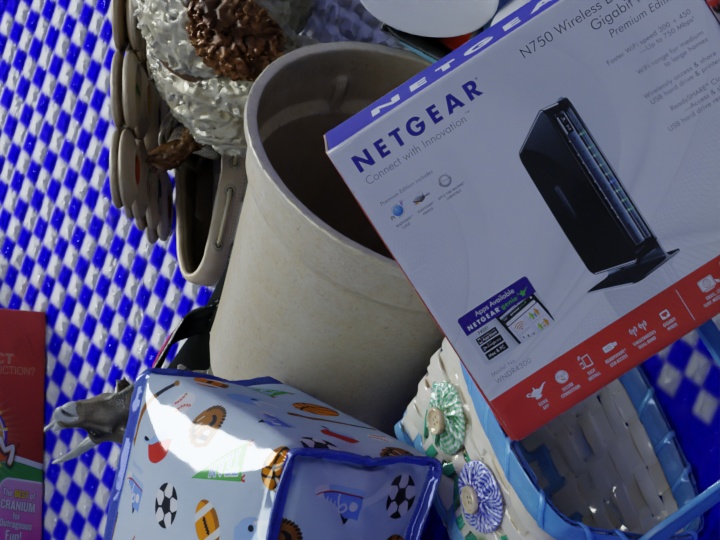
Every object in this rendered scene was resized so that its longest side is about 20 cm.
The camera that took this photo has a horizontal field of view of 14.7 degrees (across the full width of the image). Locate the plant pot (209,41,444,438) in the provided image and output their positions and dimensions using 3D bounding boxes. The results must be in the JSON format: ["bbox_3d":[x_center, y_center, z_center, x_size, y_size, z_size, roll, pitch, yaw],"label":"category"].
[{"bbox_3d":[0.000,0.000,1.631,0.201,0.200,0.184,59,140,35],"label":"plant pot"}]

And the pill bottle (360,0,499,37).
[{"bbox_3d":[0.053,-0.237,1.586,0.111,0.111,0.201,-25,45,45],"label":"pill bottle"}]

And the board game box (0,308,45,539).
[{"bbox_3d":[-0.297,0.125,1.975,0.040,0.153,0.201,-6,82,48],"label":"board game box"}]

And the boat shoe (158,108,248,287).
[{"bbox_3d":[-0.095,-0.087,1.828,0.072,0.065,0.201,-14,75,48],"label":"boat shoe"}]

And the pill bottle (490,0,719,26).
[{"bbox_3d":[0.167,-0.137,1.487,0.200,0.113,0.114,-24,68,45],"label":"pill bottle"}]

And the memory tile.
[{"bbox_3d":[-0.141,-0.104,1.823,0.200,0.017,0.154,60,-151,-81],"label":"memory tile"}]

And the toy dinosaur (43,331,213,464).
[{"bbox_3d":[-0.086,0.105,1.716,0.102,0.199,0.077,-59,2,44],"label":"toy dinosaur"}]

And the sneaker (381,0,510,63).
[{"bbox_3d":[0.046,-0.170,1.651,0.200,0.090,0.079,43,118,44],"label":"sneaker"}]

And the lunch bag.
[{"bbox_3d":[-0.065,0.171,1.514,0.170,0.123,0.201,25,105,54],"label":"lunch bag"}]

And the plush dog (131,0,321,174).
[{"bbox_3d":[-0.089,-0.150,1.713,0.160,0.172,0.200,-31,52,-2],"label":"plush dog"}]

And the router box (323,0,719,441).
[{"bbox_3d":[0.111,-0.043,1.397,0.200,0.180,0.049,-33,13,5],"label":"router box"}]

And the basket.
[{"bbox_3d":[0.122,0.081,1.495,0.200,0.139,0.177,-46,53,29],"label":"basket"}]

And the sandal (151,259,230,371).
[{"bbox_3d":[-0.102,0.059,1.767,0.075,0.045,0.201,44,117,39],"label":"sandal"}]

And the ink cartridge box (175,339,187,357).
[{"bbox_3d":[-0.057,0.135,1.779,0.200,0.047,0.161,27,105,44],"label":"ink cartridge box"}]
